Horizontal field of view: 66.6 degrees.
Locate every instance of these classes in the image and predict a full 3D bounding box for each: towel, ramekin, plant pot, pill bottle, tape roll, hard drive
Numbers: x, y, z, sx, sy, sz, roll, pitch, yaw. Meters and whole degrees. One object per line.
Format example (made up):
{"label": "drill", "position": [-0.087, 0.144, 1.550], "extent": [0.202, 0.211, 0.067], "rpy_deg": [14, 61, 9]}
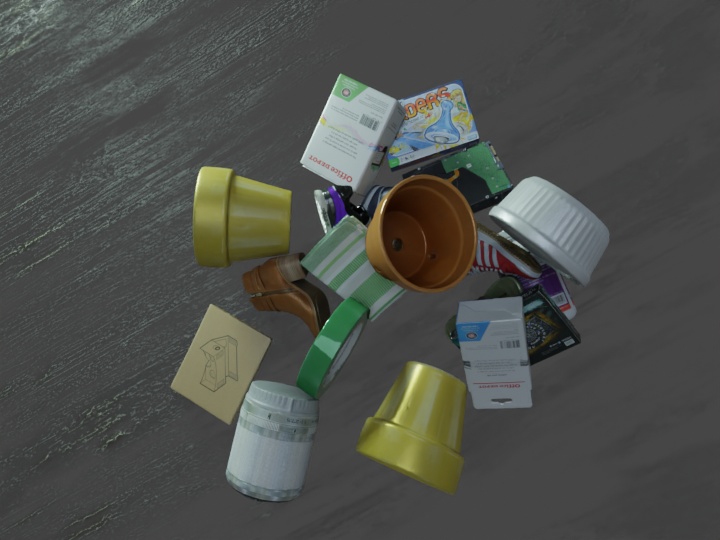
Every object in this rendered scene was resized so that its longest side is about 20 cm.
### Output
{"label": "towel", "position": [0.000, 0.000, 1.091], "extent": [0.199, 0.024, 0.152], "rpy_deg": [39, 114, -19]}
{"label": "ramekin", "position": [0.320, -0.071, 0.915], "extent": [0.201, 0.202, 0.095], "rpy_deg": [40, 98, 10]}
{"label": "plant pot", "position": [0.114, 0.288, 1.034], "extent": [0.197, 0.202, 0.192], "rpy_deg": [21, 71, 10]}
{"label": "plant pot", "position": [-0.236, -0.106, 1.135], "extent": [0.184, 0.201, 0.206], "rpy_deg": [2, 84, -7]}
{"label": "pill bottle", "position": [0.332, 0.014, 1.068], "extent": [0.110, 0.112, 0.204], "rpy_deg": [-22, 81, 6]}
{"label": "tape roll", "position": [-0.051, 0.151, 1.066], "extent": [0.048, 0.200, 0.203], "rpy_deg": [30, 89, 9]}
{"label": "plant pot", "position": [0.095, -0.057, 0.999], "extent": [0.195, 0.140, 0.206], "rpy_deg": [3, 83, -22]}
{"label": "hard drive", "position": [0.197, -0.174, 1.122], "extent": [0.196, 0.038, 0.142], "rpy_deg": [-23, 58, 6]}

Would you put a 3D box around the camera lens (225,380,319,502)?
{"label": "camera lens", "position": [-0.171, 0.338, 1.085], "extent": [0.156, 0.160, 0.205], "rpy_deg": [12, 86, 9]}

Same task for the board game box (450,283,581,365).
{"label": "board game box", "position": [0.284, 0.122, 1.017], "extent": [0.198, 0.028, 0.136], "rpy_deg": [-34, 108, 32]}

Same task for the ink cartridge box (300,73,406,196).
{"label": "ink cartridge box", "position": [-0.015, -0.277, 1.142], "extent": [0.143, 0.084, 0.203], "rpy_deg": [29, 99, 18]}

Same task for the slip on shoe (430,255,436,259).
{"label": "slip on shoe", "position": [0.158, -0.039, 1.117], "extent": [0.199, 0.061, 0.074], "rpy_deg": [-39, 108, 2]}

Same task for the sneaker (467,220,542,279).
{"label": "sneaker", "position": [0.235, -0.011, 1.024], "extent": [0.199, 0.070, 0.114], "rpy_deg": [38, 114, 32]}

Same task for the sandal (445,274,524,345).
{"label": "sandal", "position": [0.238, 0.088, 1.059], "extent": [0.201, 0.057, 0.081], "rpy_deg": [-45, 68, 33]}

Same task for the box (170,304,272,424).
{"label": "box", "position": [-0.303, 0.202, 1.189], "extent": [0.161, 0.021, 0.203], "rpy_deg": [27, 89, 10]}

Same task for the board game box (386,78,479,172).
{"label": "board game box", "position": [0.140, -0.308, 1.169], "extent": [0.196, 0.034, 0.139], "rpy_deg": [-17, 82, 7]}

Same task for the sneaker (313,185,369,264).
{"label": "sneaker", "position": [-0.023, -0.081, 1.114], "extent": [0.097, 0.070, 0.204], "rpy_deg": [-20, 122, -7]}

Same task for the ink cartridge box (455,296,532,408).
{"label": "ink cartridge box", "position": [0.244, 0.152, 0.988], "extent": [0.113, 0.067, 0.204], "rpy_deg": [-6, 121, 18]}

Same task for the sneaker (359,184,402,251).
{"label": "sneaker", "position": [0.048, -0.078, 1.144], "extent": [0.107, 0.069, 0.205], "rpy_deg": [23, 114, 39]}

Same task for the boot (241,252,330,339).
{"label": "boot", "position": [-0.157, 0.071, 1.155], "extent": [0.152, 0.077, 0.203], "rpy_deg": [-17, 109, 22]}
